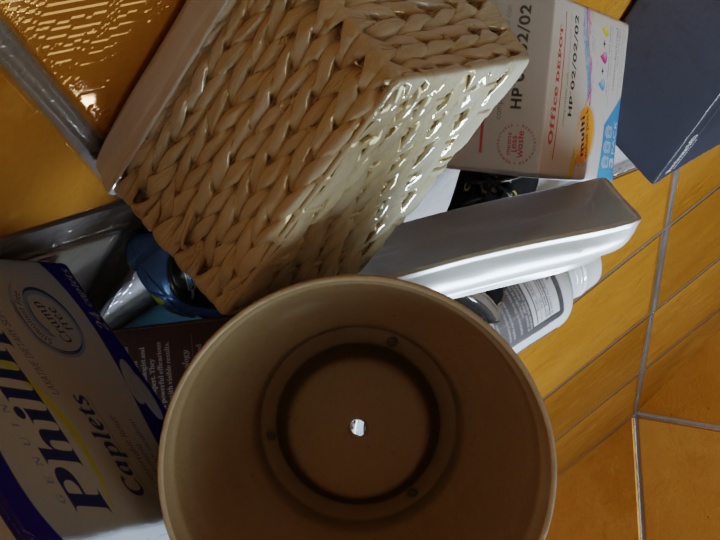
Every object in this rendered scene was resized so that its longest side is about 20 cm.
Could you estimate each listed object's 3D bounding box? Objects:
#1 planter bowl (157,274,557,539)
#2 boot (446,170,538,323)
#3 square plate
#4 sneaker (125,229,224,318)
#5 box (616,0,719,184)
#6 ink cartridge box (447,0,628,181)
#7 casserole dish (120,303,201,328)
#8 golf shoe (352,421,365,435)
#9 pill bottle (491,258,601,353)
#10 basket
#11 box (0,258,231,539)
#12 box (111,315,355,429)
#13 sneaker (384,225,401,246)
[{"bbox_3d":[-0.001,0.095,0.870,0.200,0.200,0.135,-40,-176,4],"label":"planter bowl"},{"bbox_3d":[0.090,-0.039,1.192,0.200,0.073,0.151,20,86,-76],"label":"boot"},{"bbox_3d":[0.066,-0.013,0.994,0.200,0.028,0.198,-14,-170,5],"label":"square plate"},{"bbox_3d":[-0.072,-0.008,1.048,0.083,0.071,0.200,-37,162,16],"label":"sneaker"},{"bbox_3d":[0.301,-0.194,1.300,0.182,0.104,0.200,-29,161,-33],"label":"box"},{"bbox_3d":[0.112,-0.119,1.060,0.200,0.068,0.115,-3,99,-64],"label":"ink cartridge box"},{"bbox_3d":[-0.171,0.082,1.132,0.200,0.039,0.121,-37,163,-10],"label":"casserole dish"},{"bbox_3d":[-0.011,0.107,1.213,0.073,0.092,0.200,-14,159,-27],"label":"golf shoe"},{"bbox_3d":[0.125,0.025,1.490,0.200,0.111,0.111,-31,162,-26],"label":"pill bottle"},{"bbox_3d":[-0.025,-0.085,0.852,0.136,0.123,0.200,-18,154,-49],"label":"basket"},{"bbox_3d":[-0.194,0.094,0.853,0.105,0.184,0.200,-42,164,17],"label":"box"},{"bbox_3d":[-0.106,0.072,1.013,0.200,0.075,0.100,-5,170,3],"label":"box"},{"bbox_3d":[0.000,0.000,1.197,0.121,0.084,0.200,-17,159,-43],"label":"sneaker"}]
